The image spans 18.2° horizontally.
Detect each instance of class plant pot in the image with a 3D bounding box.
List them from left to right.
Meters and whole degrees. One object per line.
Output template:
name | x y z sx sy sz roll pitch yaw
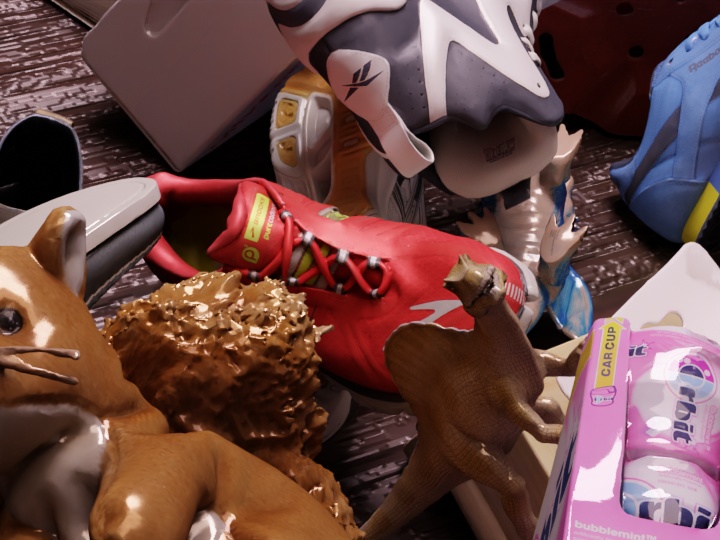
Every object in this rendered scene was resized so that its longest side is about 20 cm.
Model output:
plant pot | 0.154 -0.191 1.216 0.199 0.201 0.196 6 45 -5

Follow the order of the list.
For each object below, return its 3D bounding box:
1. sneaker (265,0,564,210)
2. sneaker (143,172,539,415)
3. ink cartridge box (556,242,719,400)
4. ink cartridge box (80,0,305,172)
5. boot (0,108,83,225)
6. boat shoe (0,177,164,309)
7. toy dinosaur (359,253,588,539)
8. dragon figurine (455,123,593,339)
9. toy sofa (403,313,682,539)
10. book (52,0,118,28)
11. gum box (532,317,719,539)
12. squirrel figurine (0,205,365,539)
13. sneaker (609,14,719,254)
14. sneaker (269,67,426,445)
sneaker | 0.056 -0.090 1.008 0.199 0.079 0.130 -14 74 -57
sneaker | -0.022 0.003 0.908 0.199 0.085 0.077 11 72 39
ink cartridge box | 0.186 0.075 0.889 0.200 0.068 0.116 47 53 3
ink cartridge box | -0.027 -0.153 1.135 0.084 0.145 0.200 50 45 1
boot | -0.161 0.018 0.932 0.074 0.097 0.200 13 37 2
boat shoe | -0.150 0.036 0.872 0.200 0.062 0.073 -39 24 -24
toy dinosaur | 0.049 0.060 0.850 0.101 0.200 0.058 29 50 8
dragon figurine | 0.077 0.002 1.031 0.058 0.100 0.201 -3 46 6
toy sofa | 0.123 0.064 0.968 0.199 0.098 0.083 -19 70 -33
book | -0.104 -0.202 1.278 0.133 0.048 0.200 32 41 30
gum box | 0.087 0.124 0.766 0.066 0.201 0.114 12 38 2
squirrel figurine | -0.085 0.071 0.809 0.187 0.141 0.200 51 25 -1
sneaker | 0.181 -0.102 1.085 0.078 0.201 0.066 41 35 22
sneaker | 0.000 0.000 1.014 0.075 0.088 0.201 -9 53 27
